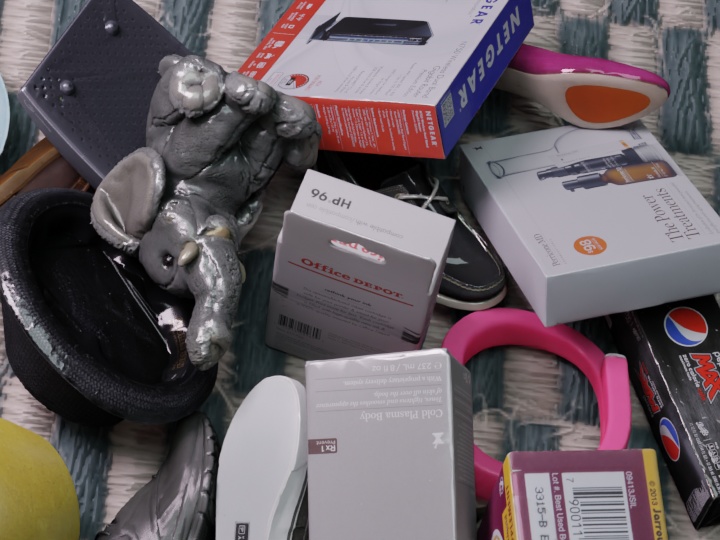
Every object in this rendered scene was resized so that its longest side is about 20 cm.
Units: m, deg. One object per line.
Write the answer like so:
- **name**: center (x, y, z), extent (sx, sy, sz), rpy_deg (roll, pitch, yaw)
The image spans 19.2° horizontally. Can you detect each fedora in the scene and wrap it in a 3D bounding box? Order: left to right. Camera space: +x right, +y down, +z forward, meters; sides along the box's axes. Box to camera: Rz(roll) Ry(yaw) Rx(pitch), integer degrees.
- **fedora**: center (-0.200, 0.041, 1.528), extent (0.201, 0.092, 0.201), rpy_deg (29, 37, -25)

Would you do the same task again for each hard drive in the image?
- **hard drive**: center (-0.160, -0.106, 1.608), extent (0.200, 0.042, 0.135), rpy_deg (44, 57, -21)

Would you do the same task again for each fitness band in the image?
- **fitness band**: center (0.124, 0.097, 1.544), extent (0.144, 0.037, 0.200), rpy_deg (9, 37, -2)

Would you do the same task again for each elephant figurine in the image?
- **elephant figurine**: center (-0.122, -0.046, 1.521), extent (0.141, 0.155, 0.200), rpy_deg (23, 90, 2)

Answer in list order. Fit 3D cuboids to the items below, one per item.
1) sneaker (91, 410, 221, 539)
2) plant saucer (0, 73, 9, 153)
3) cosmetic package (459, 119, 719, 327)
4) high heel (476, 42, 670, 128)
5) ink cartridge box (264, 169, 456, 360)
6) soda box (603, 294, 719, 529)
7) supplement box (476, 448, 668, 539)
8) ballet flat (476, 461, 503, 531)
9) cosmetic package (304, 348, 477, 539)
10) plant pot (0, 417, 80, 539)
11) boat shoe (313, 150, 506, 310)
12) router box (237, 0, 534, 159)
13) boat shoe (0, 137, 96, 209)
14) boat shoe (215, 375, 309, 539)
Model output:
- **sneaker**: center (-0.145, 0.185, 1.487), extent (0.091, 0.076, 0.200), rpy_deg (5, 56, 8)
- **plant saucer**: center (-0.371, -0.110, 1.641), extent (0.201, 0.039, 0.201), rpy_deg (3, 61, -6)
- **cosmetic package**: center (0.176, -0.042, 1.612), extent (0.151, 0.052, 0.200), rpy_deg (-13, 35, -11)
- **high heel**: center (0.154, -0.168, 1.686), extent (0.200, 0.067, 0.096), rpy_deg (5, 53, 21)
- **ink cartridge box**: center (0.000, 0.000, 1.530), extent (0.116, 0.200, 0.068), rpy_deg (19, 61, 4)
- **soda box**: center (0.249, 0.087, 1.589), extent (0.071, 0.063, 0.200), rpy_deg (-13, 64, -15)
- **supplement box**: center (0.137, 0.215, 1.425), extent (0.103, 0.200, 0.131), rpy_deg (-1, 61, -7)
- **ballet flat**: center (0.031, 0.168, 1.516), extent (0.200, 0.074, 0.074), rpy_deg (-8, 62, -10)
- **cosmetic package**: center (0.022, 0.161, 1.435), extent (0.107, 0.090, 0.200), rpy_deg (-6, 75, 12)
- **plant pot**: center (-0.275, 0.171, 1.428), extent (0.142, 0.200, 0.200), rpy_deg (-11, 59, -43)
- **boat shoe**: center (0.036, -0.047, 1.629), extent (0.072, 0.068, 0.200), rpy_deg (-31, 64, -27)
- **router box**: center (0.017, -0.165, 1.642), extent (0.179, 0.049, 0.200), rpy_deg (5, 38, 24)
- **boat shoe**: center (-0.231, -0.064, 1.620), extent (0.200, 0.070, 0.070), rpy_deg (-43, 109, -33)
- **boat shoe**: center (-0.059, 0.174, 1.476), extent (0.071, 0.064, 0.200), rpy_deg (5, 84, 41)
